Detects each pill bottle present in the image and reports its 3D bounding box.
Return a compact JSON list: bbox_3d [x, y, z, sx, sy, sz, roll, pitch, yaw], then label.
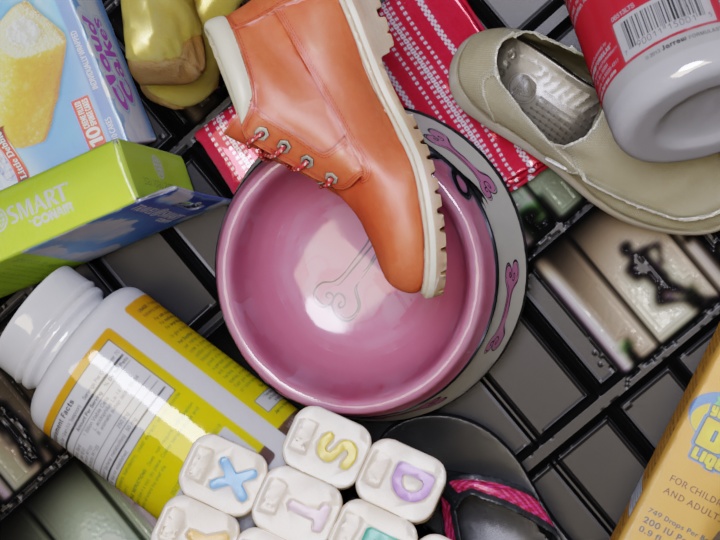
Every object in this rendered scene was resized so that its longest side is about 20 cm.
[{"bbox_3d":[0.169,-0.172,1.142,0.112,0.112,0.201,-22,65,13],"label":"pill bottle"},{"bbox_3d":[-0.131,0.086,1.261,0.200,0.109,0.110,37,102,5],"label":"pill bottle"}]

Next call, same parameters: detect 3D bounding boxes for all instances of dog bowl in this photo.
[{"bbox_3d":[0.000,0.000,1.221,0.199,0.074,0.202,1,96,12],"label":"dog bowl"}]

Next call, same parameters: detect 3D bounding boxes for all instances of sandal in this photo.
[{"bbox_3d":[0.091,0.167,1.259,0.200,0.045,0.075,46,103,3],"label":"sandal"}]

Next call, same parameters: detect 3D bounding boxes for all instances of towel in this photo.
[{"bbox_3d":[0.011,-0.081,1.258,0.199,0.022,0.145,-33,89,13],"label":"towel"}]

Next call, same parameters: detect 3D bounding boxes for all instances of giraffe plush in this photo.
[{"bbox_3d":[-0.062,-0.205,1.194,0.161,0.173,0.201,-6,113,0],"label":"giraffe plush"}]

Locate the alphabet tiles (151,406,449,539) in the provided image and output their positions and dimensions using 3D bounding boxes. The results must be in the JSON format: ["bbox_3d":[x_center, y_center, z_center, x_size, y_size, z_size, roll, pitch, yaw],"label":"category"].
[{"bbox_3d":[-0.032,0.186,1.166,0.195,0.015,0.201,24,77,7],"label":"alphabet tiles"}]

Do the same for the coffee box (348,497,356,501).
[{"bbox_3d":[0.032,0.256,1.263,0.200,0.080,0.115,38,103,5],"label":"coffee box"}]

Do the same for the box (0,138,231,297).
[{"bbox_3d":[-0.191,-0.029,1.251,0.199,0.122,0.048,-22,83,12],"label":"box"}]

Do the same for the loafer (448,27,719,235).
[{"bbox_3d":[0.145,-0.083,1.193,0.199,0.068,0.076,26,84,-2],"label":"loafer"}]

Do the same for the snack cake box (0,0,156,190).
[{"bbox_3d":[-0.224,-0.153,1.273,0.114,0.067,0.201,-22,92,12],"label":"snack cake box"}]

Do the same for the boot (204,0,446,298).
[{"bbox_3d":[-0.018,-0.069,1.129,0.107,0.075,0.201,-20,84,-10],"label":"boot"}]

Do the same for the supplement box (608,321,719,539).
[{"bbox_3d":[0.215,0.115,1.218,0.066,0.069,0.201,26,99,6],"label":"supplement box"}]

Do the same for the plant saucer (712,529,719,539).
[{"bbox_3d":[0.298,0.180,1.162,0.198,0.030,0.201,0,139,0],"label":"plant saucer"}]
